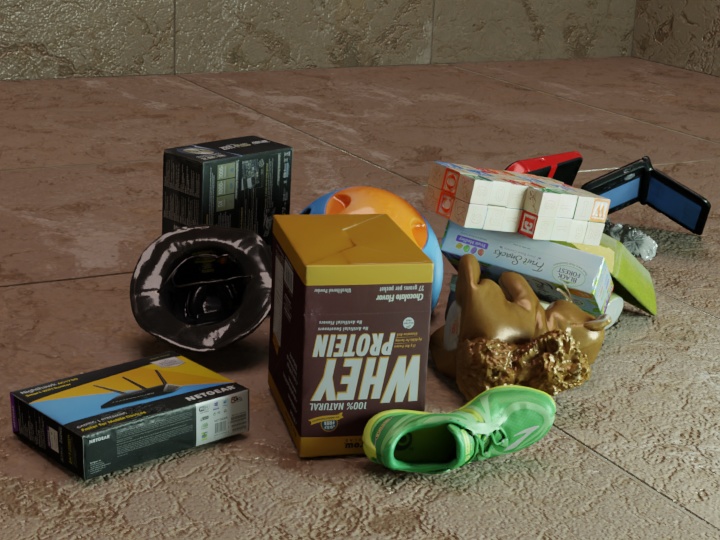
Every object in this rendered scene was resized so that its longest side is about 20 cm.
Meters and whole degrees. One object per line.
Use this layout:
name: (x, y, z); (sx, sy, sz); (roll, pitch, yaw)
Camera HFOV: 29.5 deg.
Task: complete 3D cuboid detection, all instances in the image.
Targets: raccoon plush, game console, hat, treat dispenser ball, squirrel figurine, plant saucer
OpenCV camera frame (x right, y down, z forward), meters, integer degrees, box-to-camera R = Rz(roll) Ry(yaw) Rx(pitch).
raccoon plush: (0.360, -0.054, 2.132); (0.199, 0.097, 0.134); (30, 11, 9)
game console: (0.452, -0.095, 2.197); (0.174, 0.117, 0.200); (-24, -16, 3)
hat: (-0.186, 0.039, 1.661); (0.198, 0.081, 0.202); (-2, 48, 2)
game console: (0.228, -0.073, 1.938); (0.031, 0.201, 0.176); (37, 34, 27)
treat dispenser ball: (0.000, 0.000, 1.651); (0.198, 0.203, 0.201); (2, 17, -1)
squirrel figurine: (0.196, 0.090, 1.562); (0.185, 0.143, 0.201); (9, 29, -14)
plant saucer: (0.297, -0.026, 1.820); (0.199, 0.048, 0.200); (31, -1, 32)

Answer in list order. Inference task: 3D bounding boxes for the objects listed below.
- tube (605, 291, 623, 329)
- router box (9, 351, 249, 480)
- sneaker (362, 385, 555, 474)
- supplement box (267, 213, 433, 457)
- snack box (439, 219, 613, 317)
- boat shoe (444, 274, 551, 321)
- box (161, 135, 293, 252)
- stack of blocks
tube: (0.262, 0.007, 1.833); (0.052, 0.058, 0.200); (-33, 53, -27)
router box: (-0.235, 0.144, 1.399); (0.199, 0.052, 0.148); (-13, 21, -40)
sneaker: (0.103, 0.168, 1.351); (0.198, 0.075, 0.084); (-11, 17, -11)
supplement box: (-0.016, 0.062, 1.444); (0.131, 0.202, 0.197); (-1, 17, -13)
snack box: (0.208, -0.004, 1.697); (0.198, 0.054, 0.142); (17, -8, 19)
boat shoe: (0.189, 0.064, 1.703); (0.198, 0.073, 0.072); (18, -3, -32)
box: (-0.180, -0.068, 1.843); (0.086, 0.202, 0.163); (19, 24, 40)
stack of blocks: (0.189, -0.080, 1.652); (0.198, 0.059, 0.115); (4, 15, -36)
